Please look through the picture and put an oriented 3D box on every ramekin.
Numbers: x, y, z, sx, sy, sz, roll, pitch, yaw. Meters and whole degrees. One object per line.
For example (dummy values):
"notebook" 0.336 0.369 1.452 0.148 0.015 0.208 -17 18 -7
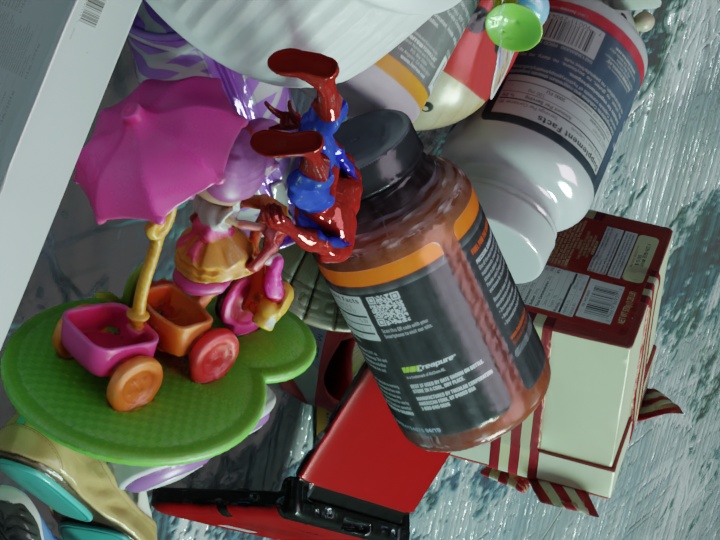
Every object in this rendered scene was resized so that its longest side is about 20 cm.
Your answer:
"ramekin" -0.040 -0.187 0.874 0.105 0.201 0.200 -43 166 34

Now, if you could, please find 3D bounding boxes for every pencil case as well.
"pencil case" -0.079 -0.097 0.989 0.084 0.086 0.200 -25 141 -2

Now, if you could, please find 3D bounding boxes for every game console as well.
"game console" -0.027 0.127 1.218 0.200 0.171 0.120 31 60 -62

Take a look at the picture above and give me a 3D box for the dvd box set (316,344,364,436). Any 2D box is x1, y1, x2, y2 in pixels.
"dvd box set" 0.019 0.038 1.323 0.146 0.029 0.201 -40 144 -40

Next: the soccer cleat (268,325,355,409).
"soccer cleat" -0.024 0.007 1.180 0.068 0.073 0.201 -33 138 -46

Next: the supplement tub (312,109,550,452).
"supplement tub" 0.036 0.004 1.040 0.107 0.107 0.201 -45 122 -34

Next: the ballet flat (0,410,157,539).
"ballet flat" -0.161 0.136 1.057 0.200 0.068 0.063 69 38 -55

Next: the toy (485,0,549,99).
"toy" 0.129 -0.210 1.098 0.116 0.047 0.201 93 18 -46

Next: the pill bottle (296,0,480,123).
"pill bottle" 0.026 -0.198 1.062 0.201 0.116 0.116 -62 152 -7

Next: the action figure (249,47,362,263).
"action figure" -0.026 -0.050 0.885 0.200 0.051 0.066 70 24 -71

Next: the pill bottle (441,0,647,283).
"pill bottle" 0.127 -0.097 1.273 0.201 0.119 0.120 -64 154 -25

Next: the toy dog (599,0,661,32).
"toy dog" 0.193 -0.255 1.274 0.200 0.096 0.133 54 28 -59

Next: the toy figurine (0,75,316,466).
"toy figurine" -0.090 -0.019 0.933 0.199 0.150 0.185 -16 132 -40

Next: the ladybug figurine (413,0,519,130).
"ladybug figurine" 0.078 -0.187 1.204 0.136 0.072 0.201 21 93 -62

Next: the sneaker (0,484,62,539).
"sneaker" -0.200 0.191 1.039 0.201 0.075 0.077 88 20 -45

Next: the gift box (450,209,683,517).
"gift box" 0.162 0.073 1.386 0.185 0.199 0.188 -54 155 -45

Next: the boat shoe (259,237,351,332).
"boat shoe" 0.000 0.000 1.122 0.199 0.065 0.073 14 104 -25

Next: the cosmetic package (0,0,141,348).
"cosmetic package" -0.184 -0.059 0.840 0.051 0.082 0.201 16 98 -63

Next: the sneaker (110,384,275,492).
"sneaker" -0.111 0.070 1.073 0.075 0.100 0.200 -25 180 13
